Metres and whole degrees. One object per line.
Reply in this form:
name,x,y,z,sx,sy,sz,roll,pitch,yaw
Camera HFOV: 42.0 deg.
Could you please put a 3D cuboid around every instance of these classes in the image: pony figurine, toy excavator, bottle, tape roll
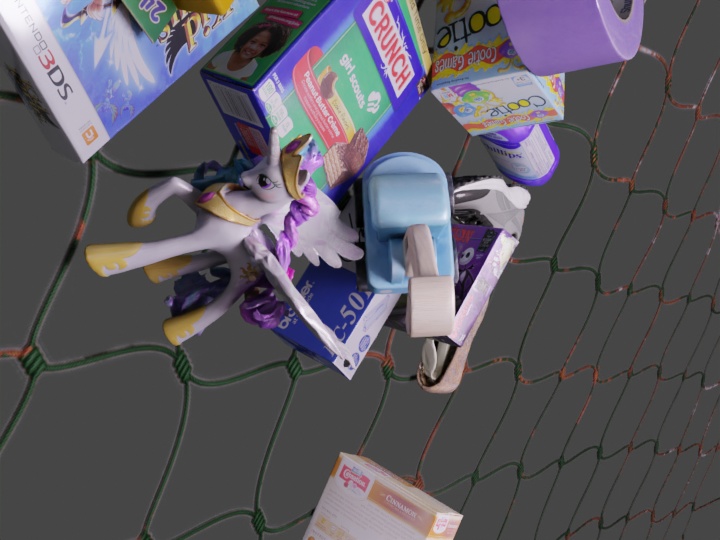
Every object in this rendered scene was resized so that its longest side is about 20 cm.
pony figurine,-0.087,-0.014,0.752,0.194,0.197,0.169,52,22,-41
toy excavator,0.044,-0.025,0.818,0.200,0.097,0.199,90,-3,-74
bottle,0.172,-0.175,1.097,0.066,0.083,0.200,-59,145,-10
tape roll,0.185,-0.281,0.831,0.199,0.083,0.205,13,75,-59

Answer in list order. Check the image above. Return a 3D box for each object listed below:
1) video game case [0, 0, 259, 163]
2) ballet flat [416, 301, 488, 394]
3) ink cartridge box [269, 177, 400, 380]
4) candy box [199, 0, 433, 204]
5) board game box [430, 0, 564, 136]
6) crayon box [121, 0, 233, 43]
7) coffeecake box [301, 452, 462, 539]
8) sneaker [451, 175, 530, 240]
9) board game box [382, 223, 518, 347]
video game case,-0.175,-0.210,0.657,0.200,0.045,0.183,-49,142,-25
ballet flat,0.113,0.063,1.169,0.066,0.067,0.204,-3,109,-44
ink cartridge box,0.000,0.000,0.958,0.202,0.093,0.044,-58,144,-12
candy box,-0.028,-0.175,0.841,0.201,0.076,0.170,-53,144,-21
board game box,0.141,-0.255,0.933,0.103,0.103,0.204,30,60,-54
crayon box,-0.105,-0.270,0.635,0.202,0.051,0.126,-62,146,-20
coffeecake box,0.007,0.342,1.102,0.073,0.152,0.203,26,88,-55
sneaker,0.146,-0.069,1.116,0.199,0.073,0.081,8,84,-54
board game box,0.071,0.007,0.976,0.032,0.199,0.121,39,77,-24
